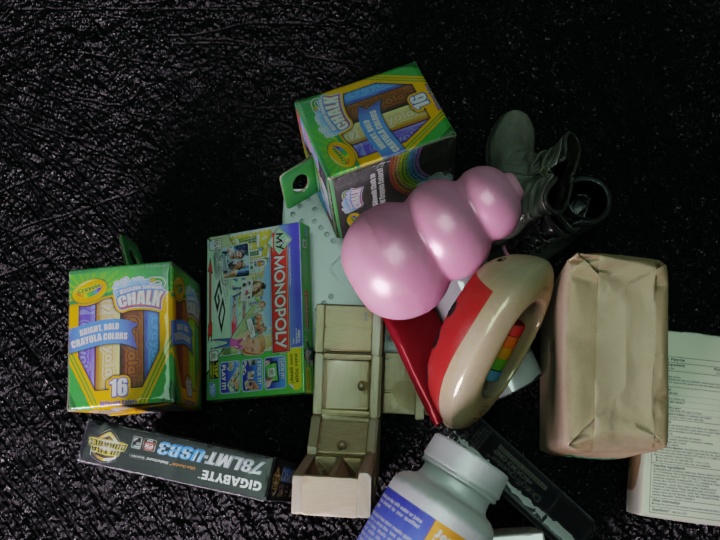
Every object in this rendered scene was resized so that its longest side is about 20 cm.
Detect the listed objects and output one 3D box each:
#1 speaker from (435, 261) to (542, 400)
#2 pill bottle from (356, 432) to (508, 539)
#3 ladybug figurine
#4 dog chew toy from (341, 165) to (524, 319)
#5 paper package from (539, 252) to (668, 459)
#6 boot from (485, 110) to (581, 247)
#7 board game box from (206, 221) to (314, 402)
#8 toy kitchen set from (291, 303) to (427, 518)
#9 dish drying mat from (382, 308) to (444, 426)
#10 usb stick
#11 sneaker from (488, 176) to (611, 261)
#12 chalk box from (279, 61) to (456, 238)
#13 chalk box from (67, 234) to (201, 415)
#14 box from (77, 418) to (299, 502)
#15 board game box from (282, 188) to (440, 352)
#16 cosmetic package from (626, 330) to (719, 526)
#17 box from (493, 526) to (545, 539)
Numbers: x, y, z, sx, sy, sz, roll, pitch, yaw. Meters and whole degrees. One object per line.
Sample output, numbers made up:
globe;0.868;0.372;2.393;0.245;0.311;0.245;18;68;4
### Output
speaker;0.130;0.044;0.941;0.080;0.081;0.202;-26;85;-1
pill bottle;0.056;0.261;0.769;0.111;0.112;0.201;30;80;11
ladybug figurine;0.126;0.069;0.840;0.072;0.135;0.202;32;100;28
dog chew toy;0.079;-0.037;0.853;0.199;0.124;0.125;-33;76;9
paper package;0.251;0.101;0.869;0.102;0.200;0.193;4;77;6
boot;0.204;-0.124;0.941;0.067;0.130;0.202;31;56;-22
board game box;-0.122;0.051;0.985;0.133;0.029;0.203;-9;75;23
toy kitchen set;0.022;0.141;0.879;0.161;0.180;0.203;2;89;5
dish drying mat;0.064;0.073;0.917;0.076;0.018;0.202;-9;67;-41
usb stick;0.178;0.238;0.927;0.200;0.033;0.055;42;63;12
sneaker;0.210;-0.045;0.959;0.199;0.099;0.071;-36;78;-1
chalk box;-0.002;-0.133;0.964;0.198;0.125;0.125;-18;59;-7
chalk box;-0.259;0.062;0.959;0.122;0.125;0.203;-4;78;5
box;-0.172;0.208;0.886;0.196;0.200;0.050;9;75;7
board game box;0.000;0.000;1.007;0.197;0.026;0.203;0;77;6
cosmetic package;0.355;0.173;0.908;0.104;0.071;0.203;7;78;8
box;0.096;0.331;0.869;0.197;0.124;0.099;-6;75;5
